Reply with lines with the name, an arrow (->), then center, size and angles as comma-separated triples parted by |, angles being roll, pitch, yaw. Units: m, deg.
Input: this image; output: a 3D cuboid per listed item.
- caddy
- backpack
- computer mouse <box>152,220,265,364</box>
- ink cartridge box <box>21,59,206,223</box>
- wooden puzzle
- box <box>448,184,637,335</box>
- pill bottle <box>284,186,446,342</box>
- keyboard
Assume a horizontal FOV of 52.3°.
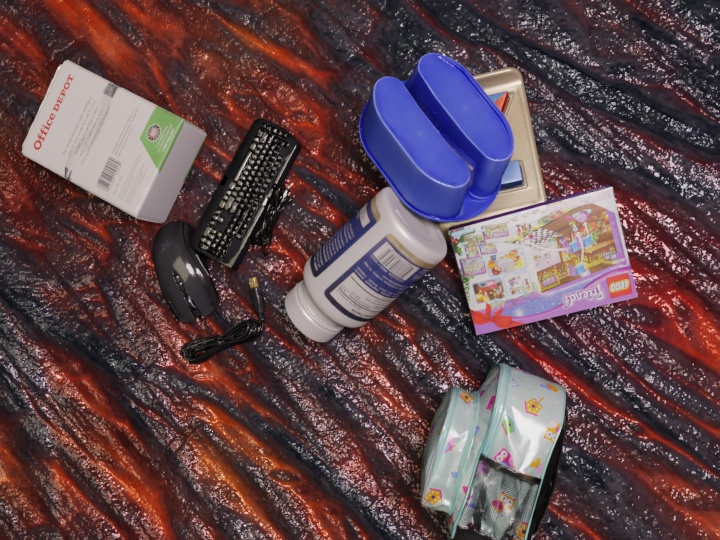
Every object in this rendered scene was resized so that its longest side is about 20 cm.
caddy -> 0.087, -0.153, 0.867 | 0.141, 0.105, 0.200 | -31, 76, -16
backpack -> 0.154, 0.205, 0.848 | 0.153, 0.176, 0.201 | 27, 90, 7
computer mouse -> -0.210, 0.019, 0.995 | 0.140, 0.046, 0.201 | -17, 85, 12
ink cartridge box -> -0.338, -0.176, 1.008 | 0.200, 0.084, 0.146 | 29, 94, 12
wooden puzzle -> 0.129, -0.143, 0.928 | 0.184, 0.046, 0.201 | -11, 86, 11
box -> 0.220, -0.011, 0.895 | 0.199, 0.039, 0.137 | -14, 98, 11
pill bottle -> 0.000, 0.000, 0.906 | 0.200, 0.111, 0.111 | -41, 80, 25
keyboard -> -0.143, -0.101, 0.975 | 0.104, 0.040, 0.201 | 26, 87, 4
